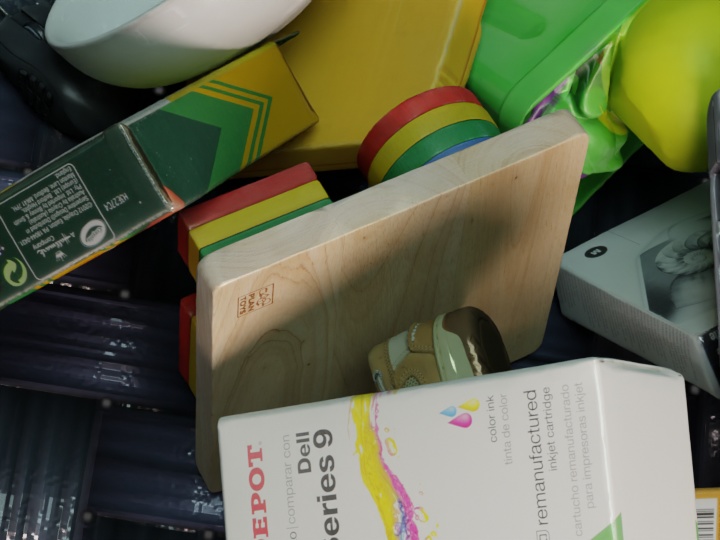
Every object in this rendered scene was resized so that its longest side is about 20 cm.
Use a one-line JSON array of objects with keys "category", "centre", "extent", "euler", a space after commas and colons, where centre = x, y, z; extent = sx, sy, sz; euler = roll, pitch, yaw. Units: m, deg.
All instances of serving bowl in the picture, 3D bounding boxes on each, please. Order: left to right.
[{"category": "serving bowl", "centre": [-0.069, -0.161, 1.256], "extent": [0.200, 0.200, 0.066], "euler": [-49, 116, -24]}]

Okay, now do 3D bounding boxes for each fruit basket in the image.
[{"category": "fruit basket", "centre": [0.157, -0.102, 1.276], "extent": [0.216, 0.156, 0.216], "euler": [-2, 56, 3]}]

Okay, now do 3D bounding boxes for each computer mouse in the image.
[{"category": "computer mouse", "centre": [-0.194, -0.149, 1.312], "extent": [0.059, 0.034, 0.200], "euler": [-39, 76, -21]}]

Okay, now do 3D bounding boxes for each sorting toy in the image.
[{"category": "sorting toy", "centre": [0.000, 0.000, 1.187], "extent": [0.199, 0.200, 0.070], "euler": [-23, 61, -18]}]

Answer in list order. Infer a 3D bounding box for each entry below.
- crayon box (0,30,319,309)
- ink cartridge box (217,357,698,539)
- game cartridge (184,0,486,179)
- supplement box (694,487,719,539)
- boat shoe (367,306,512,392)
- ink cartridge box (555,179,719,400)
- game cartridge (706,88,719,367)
[{"category": "crayon box", "centre": [-0.105, -0.052, 1.187], "extent": [0.051, 0.127, 0.200], "euler": [60, 30, -5]}, {"category": "ink cartridge box", "centre": [0.043, 0.125, 1.057], "extent": [0.200, 0.088, 0.145], "euler": [-10, 78, 33]}, {"category": "game cartridge", "centre": [-0.007, -0.141, 1.283], "extent": [0.176, 0.032, 0.200], "euler": [-3, 60, 37]}, {"category": "supplement box", "centre": [0.214, 0.130, 1.062], "extent": [0.200, 0.067, 0.069], "euler": [-3, 75, 34]}, {"category": "boat shoe", "centre": [0.052, 0.122, 1.141], "extent": [0.076, 0.072, 0.200], "euler": [-19, 73, 18]}, {"category": "ink cartridge box", "centre": [0.231, -0.004, 1.239], "extent": [0.200, 0.041, 0.200], "euler": [-26, 28, -19]}, {"category": "game cartridge", "centre": [0.237, 0.011, 1.145], "extent": [0.133, 0.040, 0.200], "euler": [2, 72, -7]}]
